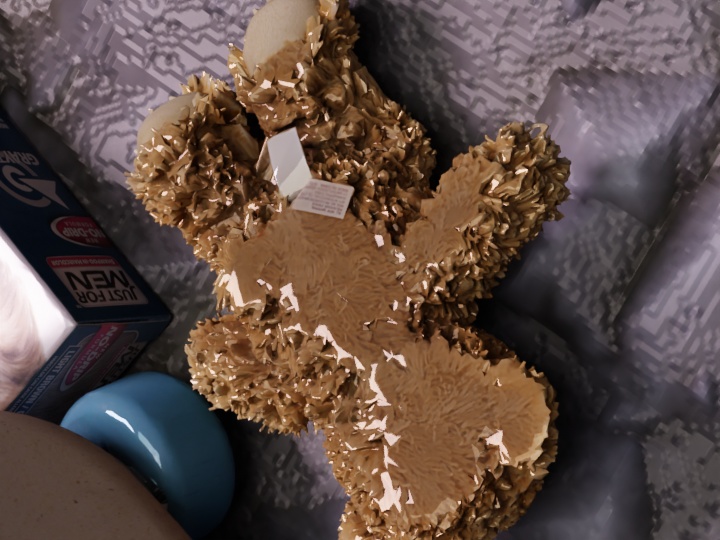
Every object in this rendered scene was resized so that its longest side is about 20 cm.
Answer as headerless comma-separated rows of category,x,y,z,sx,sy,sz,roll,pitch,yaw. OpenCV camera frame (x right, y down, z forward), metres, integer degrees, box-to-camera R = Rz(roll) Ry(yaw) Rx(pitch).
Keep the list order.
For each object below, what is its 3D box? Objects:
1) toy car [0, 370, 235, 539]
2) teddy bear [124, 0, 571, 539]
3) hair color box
toy car,-0.117,0.164,0.688,0.177,0.184,0.200,44,129,20
teddy bear,0.000,0.000,0.679,0.200,0.067,0.145,40,98,28
hair color box,-0.170,-0.020,0.762,0.200,0.061,0.100,48,111,18
